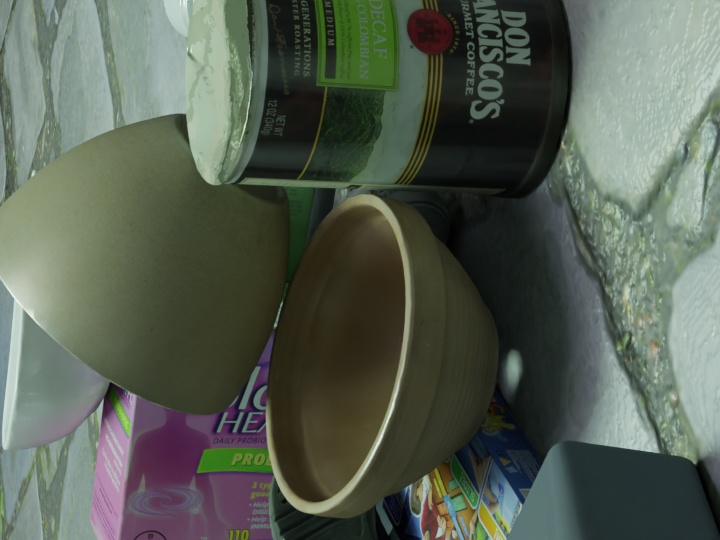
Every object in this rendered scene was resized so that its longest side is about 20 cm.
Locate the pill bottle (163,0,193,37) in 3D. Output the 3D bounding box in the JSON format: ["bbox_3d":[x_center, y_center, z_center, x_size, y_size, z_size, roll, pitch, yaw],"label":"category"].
[{"bbox_3d":[-0.044,-0.176,1.396,0.200,0.112,0.112,27,116,40],"label":"pill bottle"}]

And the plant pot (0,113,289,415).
[{"bbox_3d":[-0.123,-0.022,1.302,0.134,0.200,0.200,-50,34,16],"label":"plant pot"}]

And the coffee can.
[{"bbox_3d":[0.007,-0.120,1.228,0.146,0.200,0.146,-179,90,-70],"label":"coffee can"}]

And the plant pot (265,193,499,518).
[{"bbox_3d":[0.022,0.059,1.238,0.201,0.093,0.201,-42,41,52],"label":"plant pot"}]

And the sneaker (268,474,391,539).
[{"bbox_3d":[-0.001,0.214,1.336,0.199,0.076,0.114,55,165,38],"label":"sneaker"}]

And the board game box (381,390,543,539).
[{"bbox_3d":[0.070,0.151,1.273,0.200,0.034,0.135,-121,38,-56],"label":"board game box"}]

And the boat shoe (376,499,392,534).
[{"bbox_3d":[-0.013,0.186,1.453,0.066,0.072,0.200,-128,35,-53],"label":"boat shoe"}]

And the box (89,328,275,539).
[{"bbox_3d":[-0.105,0.126,1.544,0.097,0.176,0.200,-135,50,-63],"label":"box"}]

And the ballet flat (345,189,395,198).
[{"bbox_3d":[0.000,0.000,1.426,0.072,0.072,0.200,-138,53,-64],"label":"ballet flat"}]

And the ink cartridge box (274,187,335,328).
[{"bbox_3d":[-0.051,-0.066,1.474,0.104,0.059,0.200,80,-162,-69],"label":"ink cartridge box"}]

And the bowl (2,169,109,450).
[{"bbox_3d":[-0.233,0.035,1.556,0.200,0.075,0.200,130,143,-69],"label":"bowl"}]

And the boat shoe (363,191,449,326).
[{"bbox_3d":[0.005,0.038,1.361,0.201,0.070,0.072,-57,30,22],"label":"boat shoe"}]

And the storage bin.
[{"bbox_3d":[0.112,0.189,1.035,0.134,0.145,0.200,-96,19,-47],"label":"storage bin"}]
